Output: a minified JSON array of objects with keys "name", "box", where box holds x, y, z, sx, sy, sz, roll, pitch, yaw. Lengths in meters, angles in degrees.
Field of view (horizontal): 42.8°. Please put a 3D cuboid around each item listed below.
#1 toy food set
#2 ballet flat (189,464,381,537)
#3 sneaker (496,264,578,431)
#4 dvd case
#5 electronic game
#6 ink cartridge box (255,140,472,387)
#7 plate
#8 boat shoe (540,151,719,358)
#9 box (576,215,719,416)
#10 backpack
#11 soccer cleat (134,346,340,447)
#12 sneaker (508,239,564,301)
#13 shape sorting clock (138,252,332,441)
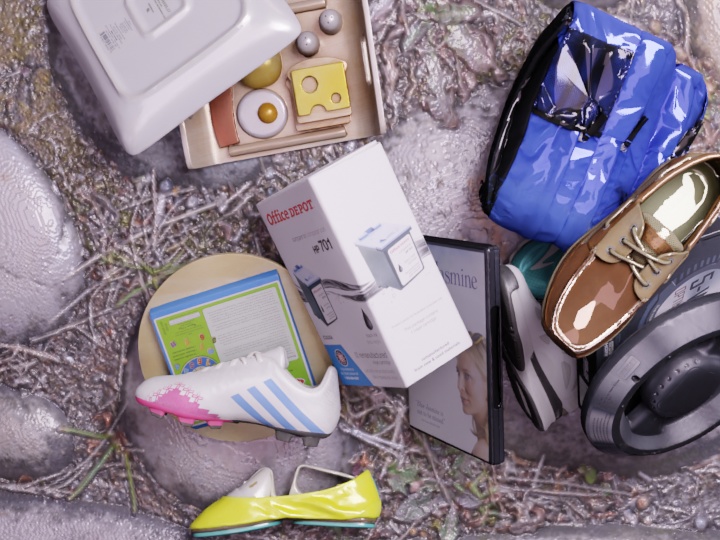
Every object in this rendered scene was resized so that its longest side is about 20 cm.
[{"name":"toy food set","box":[-0.081,-0.186,0.880,0.197,0.060,0.146,-9,98,3]},{"name":"ballet flat","box":[-0.077,0.236,0.950,0.196,0.067,0.068,-3,78,-1]},{"name":"sneaker","box":[0.190,0.056,0.891,0.114,0.076,0.202,-28,126,-5]},{"name":"dvd case","box":[0.087,0.070,0.881,0.017,0.142,0.204,-7,100,-29]},{"name":"electronic game","box":[0.287,0.097,0.822,0.197,0.042,0.202,-14,135,-15]},{"name":"ink cartridge box","box":[0.000,0.000,0.854,0.085,0.146,0.202,-30,97,-24]},{"name":"plate","box":[-0.183,-0.240,0.848,0.199,0.032,0.201,-34,73,5]},{"name":"boat shoe","box":[0.218,-0.021,0.719,0.075,0.074,0.201,40,80,4]},{"name":"box","box":[0.276,0.044,0.837,0.158,0.044,0.202,-17,128,-8]},{"name":"backpack","box":[0.202,-0.115,0.827,0.166,0.162,0.202,27,102,8]},{"name":"soccer cleat","box":[-0.115,0.111,0.890,0.197,0.070,0.088,10,90,-6]},{"name":"sneaker","box":[0.241,-0.005,0.891,0.196,0.080,0.079,-3,99,2]},{"name":"shape sorting clock","box":[-0.126,0.079,0.931,0.196,0.039,0.203,0,102,0]}]
